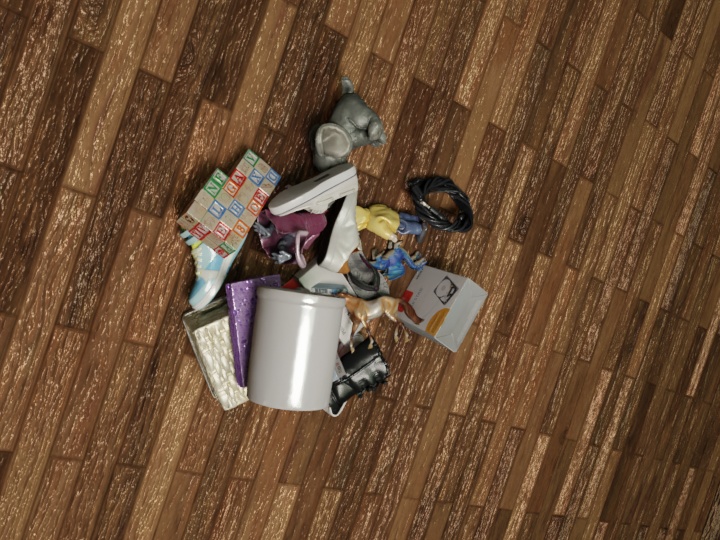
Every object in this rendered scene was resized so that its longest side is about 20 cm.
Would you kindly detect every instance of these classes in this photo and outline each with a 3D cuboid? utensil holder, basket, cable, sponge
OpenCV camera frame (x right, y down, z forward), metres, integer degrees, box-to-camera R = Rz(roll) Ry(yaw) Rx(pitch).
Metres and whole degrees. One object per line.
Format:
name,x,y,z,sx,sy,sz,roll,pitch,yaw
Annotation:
utensil holder,-0.120,0.139,0.995,0.168,0.169,0.204,7,88,-27
basket,-0.266,0.167,1.110,0.134,0.123,0.203,-23,109,-21
cable,0.208,-0.158,1.287,0.198,0.164,0.051,-1,141,-40
sponge,-0.199,0.115,1.051,0.110,0.030,0.204,-11,99,-42

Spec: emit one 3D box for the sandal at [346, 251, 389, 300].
sandal,-0.001,0.000,1.216,0.075,0.048,0.201,-37,106,-5

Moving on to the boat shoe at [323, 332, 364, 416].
boat shoe,-0.032,0.249,1.277,0.073,0.065,0.203,19,91,-28

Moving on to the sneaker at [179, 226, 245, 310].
sneaker,-0.323,-0.034,1.073,0.130,0.079,0.202,32,75,-30

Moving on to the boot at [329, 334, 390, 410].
boot,-0.034,0.200,1.214,0.161,0.073,0.200,-29,89,-6

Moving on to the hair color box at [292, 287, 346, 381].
hair color box,-0.102,0.141,1.125,0.060,0.099,0.202,-25,82,5

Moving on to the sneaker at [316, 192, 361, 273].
sneaker,-0.031,-0.087,1.170,0.084,0.073,0.203,24,72,-23

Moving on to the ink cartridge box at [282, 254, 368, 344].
ink cartridge box,-0.093,0.091,1.230,0.176,0.045,0.201,-41,114,-16

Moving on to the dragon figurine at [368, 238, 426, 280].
dragon figurine,0.071,-0.011,1.286,0.198,0.059,0.101,-30,111,-21

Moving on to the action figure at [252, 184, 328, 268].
action figure,-0.122,-0.100,1.120,0.199,0.147,0.136,-31,122,-47

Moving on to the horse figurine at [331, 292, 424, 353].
horse figurine,0.039,0.104,1.203,0.197,0.050,0.135,-10,74,-11

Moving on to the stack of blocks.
stack of blocks,-0.253,-0.141,1.050,0.115,0.058,0.202,40,55,-23

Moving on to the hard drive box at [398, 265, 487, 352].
hard drive box,0.184,0.084,1.281,0.076,0.199,0.157,34,83,-27

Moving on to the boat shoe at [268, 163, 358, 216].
boat shoe,-0.089,-0.148,1.079,0.199,0.072,0.066,-33,122,-24

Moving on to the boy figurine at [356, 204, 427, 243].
boy figurine,0.054,-0.107,1.235,0.197,0.125,0.065,4,129,-16

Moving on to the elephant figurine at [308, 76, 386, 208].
elephant figurine,-0.052,-0.266,1.139,0.199,0.142,0.156,-38,71,-7
